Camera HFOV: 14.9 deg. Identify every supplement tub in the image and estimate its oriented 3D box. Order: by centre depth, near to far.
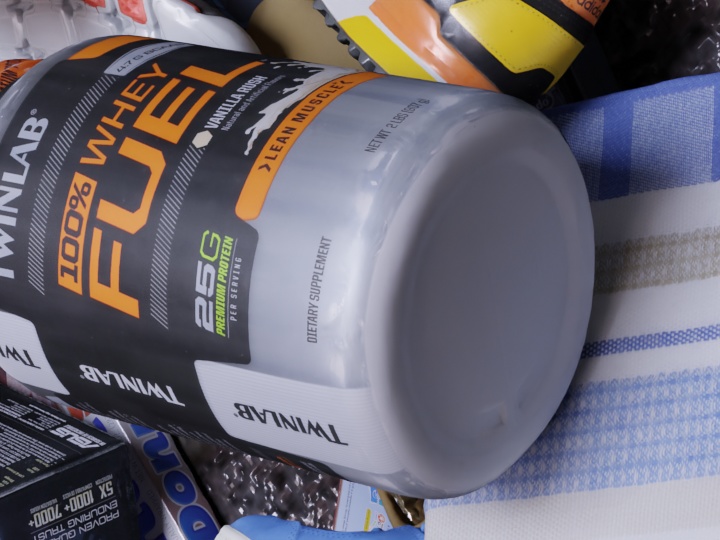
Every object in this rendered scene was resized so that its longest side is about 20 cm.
[{"bbox_3d":[-0.039,-0.007,0.850,0.200,0.122,0.123,11,109,36],"label":"supplement tub"}]

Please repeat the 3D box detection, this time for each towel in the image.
[{"bbox_3d":[0.090,0.030,0.843,0.147,0.024,0.200,-10,58,26],"label":"towel"}]

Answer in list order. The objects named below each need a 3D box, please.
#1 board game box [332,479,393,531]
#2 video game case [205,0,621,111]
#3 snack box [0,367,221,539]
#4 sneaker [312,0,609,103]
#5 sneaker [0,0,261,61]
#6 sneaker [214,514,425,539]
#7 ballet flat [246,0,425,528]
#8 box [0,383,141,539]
[{"bbox_3d":[0.023,0.171,1.023,0.103,0.019,0.200,30,124,35],"label":"board game box"},{"bbox_3d":[-0.018,-0.103,0.988,0.200,0.025,0.181,-27,83,42],"label":"video game case"},{"bbox_3d":[-0.102,0.085,1.113,0.072,0.024,0.200,-41,74,42],"label":"snack box"},{"bbox_3d":[0.009,-0.131,0.911,0.090,0.070,0.200,-43,63,9],"label":"sneaker"},{"bbox_3d":[-0.100,-0.089,0.990,0.200,0.082,0.077,15,118,36],"label":"sneaker"},{"bbox_3d":[0.056,0.091,0.891,0.200,0.077,0.111,19,81,22],"label":"sneaker"},{"bbox_3d":[0.000,0.000,0.944,0.069,0.063,0.200,-28,88,47],"label":"ballet flat"},{"bbox_3d":[-0.207,0.105,1.091,0.200,0.164,0.086,19,122,47],"label":"box"}]
